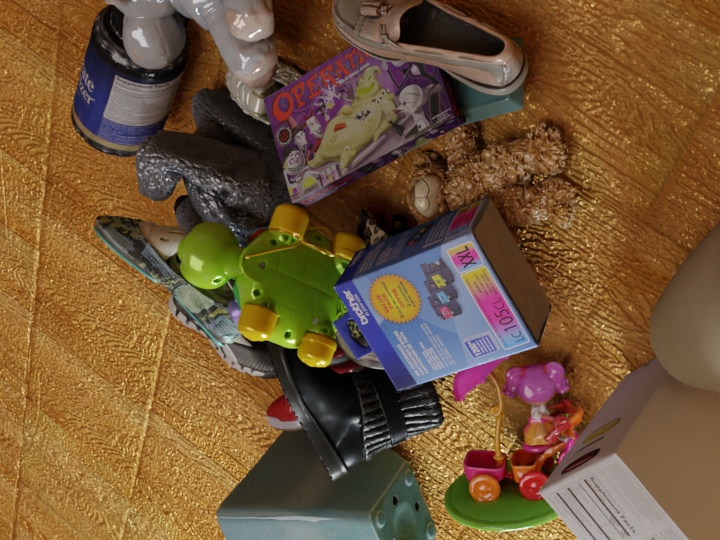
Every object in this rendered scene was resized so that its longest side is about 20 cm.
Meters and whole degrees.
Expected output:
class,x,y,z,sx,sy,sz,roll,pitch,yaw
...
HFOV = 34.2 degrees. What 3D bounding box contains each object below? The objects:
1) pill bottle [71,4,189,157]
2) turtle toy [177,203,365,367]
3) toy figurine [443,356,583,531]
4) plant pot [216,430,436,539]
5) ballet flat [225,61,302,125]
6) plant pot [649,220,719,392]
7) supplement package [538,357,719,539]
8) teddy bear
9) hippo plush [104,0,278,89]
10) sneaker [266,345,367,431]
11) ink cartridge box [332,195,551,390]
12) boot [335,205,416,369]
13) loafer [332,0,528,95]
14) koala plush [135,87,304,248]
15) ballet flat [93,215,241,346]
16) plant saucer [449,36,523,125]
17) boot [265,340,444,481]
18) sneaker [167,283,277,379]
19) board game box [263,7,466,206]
class,x,y,z,sx,sy,sz,roll,pitch,yaw
pill bottle,-0.258,-0.234,1.329,0.112,0.112,0.200,41,137,9
turtle toy,-0.093,0.008,1.211,0.199,0.147,0.101,26,164,-29
toy figurine,0.175,0.159,1.250,0.198,0.150,0.186,-4,108,17
plant pot,-0.023,0.324,1.475,0.199,0.196,0.197,-8,113,34
ballet flat,-0.076,-0.177,1.251,0.199,0.072,0.072,28,133,22
plant pot,0.338,0.030,0.987,0.188,0.187,0.200,50,152,-1
supplement package,0.293,0.189,1.099,0.156,0.200,0.111,49,137,0
teddy bear,0.122,-0.082,1.151,0.199,0.067,0.146,13,124,32
hippo plush,-0.171,-0.266,1.160,0.159,0.160,0.201,-8,126,-5
sneaker,-0.060,0.130,1.449,0.199,0.071,0.113,-18,110,37
ink cartridge box,0.069,0.031,1.157,0.199,0.076,0.137,-21,110,34
boot,0.000,0.000,1.299,0.200,0.073,0.152,49,127,53
loafer,0.059,-0.222,1.066,0.199,0.072,0.063,24,173,20
koala plush,-0.150,-0.064,1.321,0.183,0.178,0.201,26,129,10
ballet flat,-0.191,-0.006,1.248,0.200,0.075,0.074,43,140,-20
plant saucer,0.074,-0.171,1.139,0.199,0.019,0.071,-10,76,44
boot,-0.008,0.122,1.332,0.212,0.157,0.079,64,174,-24
sneaker,-0.165,0.062,1.492,0.199,0.066,0.091,35,138,19
board game box,0.000,-0.158,1.150,0.199,0.032,0.121,-26,68,29
